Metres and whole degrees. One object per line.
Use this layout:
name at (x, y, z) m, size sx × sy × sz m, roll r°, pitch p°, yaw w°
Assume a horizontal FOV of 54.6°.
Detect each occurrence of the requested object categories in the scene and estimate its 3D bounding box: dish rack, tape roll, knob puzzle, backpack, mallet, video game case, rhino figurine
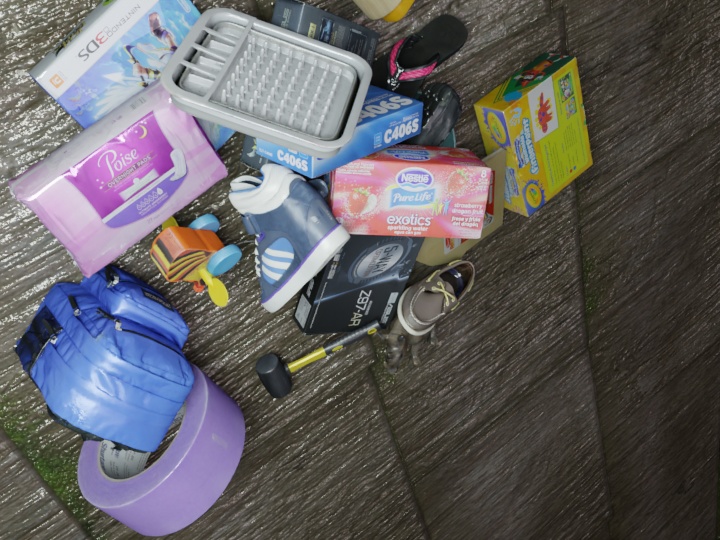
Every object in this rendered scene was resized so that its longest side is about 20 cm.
dish rack at (-0.095, -0.194, 0.739) m, size 0.197 × 0.173 × 0.044 m, roll 18°, pitch 138°, yaw -3°
tape roll at (-0.250, 0.220, 0.879) m, size 0.200 × 0.199 × 0.085 m, roll -45°, pitch 129°, yaw -9°
knob puzzle at (0.147, -0.087, 1.117) m, size 0.218 × 0.030 × 0.221 m, roll -28°, pitch 144°, yaw -23°
backpack at (-0.284, 0.098, 0.797) m, size 0.162 × 0.199 × 0.169 m, roll 29°, pitch 93°, yaw -40°
mallet at (-0.064, 0.117, 1.039) m, size 0.198 × 0.041 × 0.066 m, roll -32°, pitch 129°, yaw 2°
video game case at (-0.232, -0.207, 0.792) m, size 0.181 × 0.045 × 0.200 m, roll -47°, pitch 130°, yaw -7°
rhino figurine at (0.075, 0.100, 1.107) m, size 0.200 × 0.059 × 0.089 m, roll -38°, pitch 132°, yaw -55°

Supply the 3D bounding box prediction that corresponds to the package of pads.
package of pads at (-0.256, -0.100, 0.750) m, size 0.199 × 0.076 × 0.121 m, roll -39°, pitch 129°, yaw -10°

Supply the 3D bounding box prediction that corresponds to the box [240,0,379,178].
box at (-0.061, -0.220, 0.878) m, size 0.157 × 0.051 × 0.203 m, roll -7°, pitch 116°, yaw -55°

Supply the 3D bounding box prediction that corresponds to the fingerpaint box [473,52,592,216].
fingerpaint box at (0.286, -0.221, 1.141) m, size 0.166 × 0.073 × 0.201 m, roll -38°, pitch 128°, yaw -17°

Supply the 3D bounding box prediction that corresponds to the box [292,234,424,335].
box at (0.000, 0.000, 1.032) m, size 0.158 × 0.044 × 0.202 m, roll 0°, pitch 124°, yaw -36°

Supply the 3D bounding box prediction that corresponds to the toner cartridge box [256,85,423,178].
toner cartridge box at (-0.021, -0.172, 0.834) m, size 0.199 × 0.094 × 0.044 m, roll -30°, pitch 134°, yaw -41°

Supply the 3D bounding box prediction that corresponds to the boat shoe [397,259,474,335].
boat shoe at (0.123, 0.037, 1.098) m, size 0.059 × 0.072 × 0.200 m, roll -36°, pitch 179°, yaw 36°

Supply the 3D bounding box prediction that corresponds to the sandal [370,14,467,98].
sandal at (0.074, -0.291, 0.953) m, size 0.075 × 0.045 × 0.200 m, roll 43°, pitch 74°, yaw 4°

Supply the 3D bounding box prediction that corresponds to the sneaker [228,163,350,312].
sneaker at (-0.107, -0.047, 0.848) m, size 0.147 × 0.200 × 0.081 m, roll 47°, pitch 51°, yaw -1°

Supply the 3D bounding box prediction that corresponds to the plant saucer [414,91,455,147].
plant saucer at (0.054, -0.164, 1.025) m, size 0.198 × 0.036 × 0.203 m, roll -15°, pitch 119°, yaw -29°

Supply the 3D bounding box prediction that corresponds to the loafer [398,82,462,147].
loafer at (0.075, -0.164, 0.971) m, size 0.202 × 0.068 × 0.070 m, roll -54°, pitch 136°, yaw 1°

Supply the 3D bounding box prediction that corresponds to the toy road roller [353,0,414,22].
toy road roller at (0.068, -0.409, 0.846) m, size 0.122 × 0.146 × 0.201 m, roll 34°, pitch 90°, yaw -40°

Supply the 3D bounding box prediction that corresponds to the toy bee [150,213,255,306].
toy bee at (-0.194, -0.007, 0.876) m, size 0.109 × 0.132 × 0.199 m, roll -45°, pitch 146°, yaw 23°

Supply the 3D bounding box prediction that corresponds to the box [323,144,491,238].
box at (0.054, -0.104, 0.886) m, size 0.197 × 0.100 × 0.097 m, roll 2°, pitch 113°, yaw -11°
